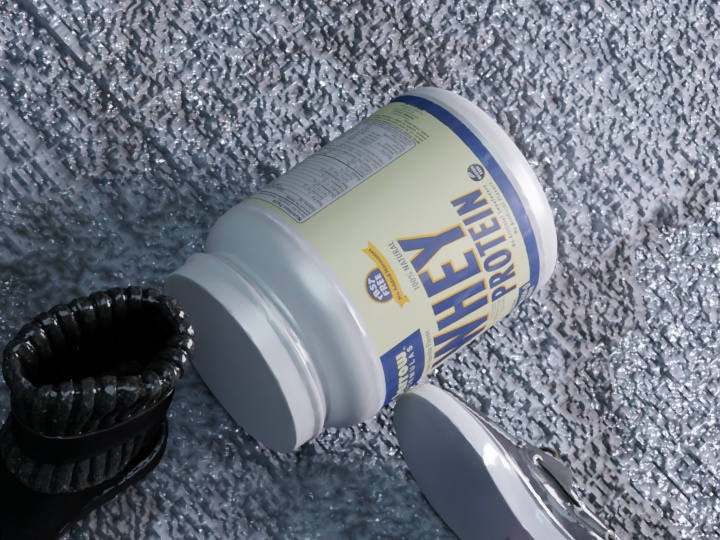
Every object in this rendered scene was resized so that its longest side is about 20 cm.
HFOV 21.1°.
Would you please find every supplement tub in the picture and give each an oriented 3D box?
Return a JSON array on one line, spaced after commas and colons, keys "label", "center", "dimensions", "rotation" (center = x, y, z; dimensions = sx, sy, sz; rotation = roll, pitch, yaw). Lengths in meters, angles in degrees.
[{"label": "supplement tub", "center": [0.000, 0.000, 1.132], "dimensions": [0.199, 0.145, 0.145], "rotation": [-35, 77, -22]}]

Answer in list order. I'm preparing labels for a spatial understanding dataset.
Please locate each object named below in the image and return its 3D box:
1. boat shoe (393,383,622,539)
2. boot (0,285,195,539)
[{"label": "boat shoe", "center": [0.104, 0.138, 1.140], "dimensions": [0.200, 0.070, 0.066], "rotation": [45, 49, 13]}, {"label": "boot", "center": [-0.182, 0.101, 1.046], "dimensions": [0.079, 0.158, 0.211], "rotation": [44, 66, 10]}]
